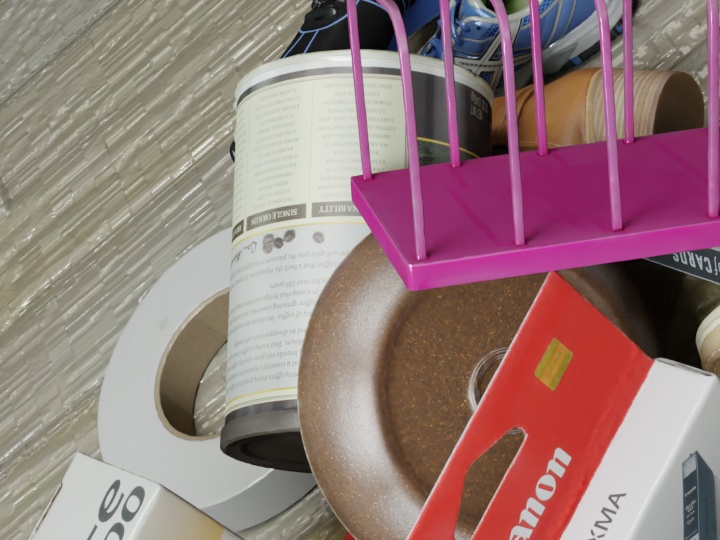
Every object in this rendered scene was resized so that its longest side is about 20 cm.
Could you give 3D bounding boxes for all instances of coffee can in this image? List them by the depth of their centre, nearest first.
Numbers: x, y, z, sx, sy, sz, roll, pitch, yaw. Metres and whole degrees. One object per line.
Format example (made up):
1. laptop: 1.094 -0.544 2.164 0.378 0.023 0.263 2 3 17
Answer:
1. coffee can: 0.000 0.000 1.132 0.146 0.146 0.202 -9 72 36

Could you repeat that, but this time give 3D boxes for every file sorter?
1. file sorter: 0.100 -0.085 0.986 0.198 0.126 0.139 -8 20 -9

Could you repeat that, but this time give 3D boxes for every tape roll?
1. tape roll: -0.074 0.062 1.273 0.202 0.037 0.204 -23 48 28

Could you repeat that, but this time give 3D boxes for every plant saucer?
1. plant saucer: 0.068 0.060 1.038 0.201 0.200 0.037 -61 11 -13

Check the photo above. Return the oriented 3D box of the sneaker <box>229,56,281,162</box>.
1. sneaker: -0.045 -0.068 1.302 0.072 0.072 0.200 -36 26 16

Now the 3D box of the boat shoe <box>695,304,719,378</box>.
1. boat shoe: 0.249 0.036 0.986 0.199 0.074 0.070 -15 46 32

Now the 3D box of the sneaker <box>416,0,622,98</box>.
1. sneaker: 0.066 -0.135 1.266 0.200 0.077 0.076 -39 44 15

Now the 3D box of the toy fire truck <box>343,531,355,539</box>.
1. toy fire truck: 0.004 0.220 1.081 0.140 0.049 0.201 -29 44 23

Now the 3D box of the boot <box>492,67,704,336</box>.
1. boot: 0.104 -0.018 1.164 0.154 0.074 0.201 -2 60 48

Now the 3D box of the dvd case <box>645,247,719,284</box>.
1. dvd case: 0.232 -0.033 1.012 0.150 0.025 0.200 -29 23 -20

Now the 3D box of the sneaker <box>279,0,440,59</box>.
1. sneaker: -0.001 -0.171 1.290 0.070 0.078 0.200 -4 30 39

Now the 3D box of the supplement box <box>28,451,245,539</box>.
1. supplement box: -0.079 0.190 0.986 0.073 0.200 0.127 12 69 48

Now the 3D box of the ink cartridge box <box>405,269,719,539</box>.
1. ink cartridge box: 0.104 0.130 0.964 0.045 0.176 0.201 16 72 48
